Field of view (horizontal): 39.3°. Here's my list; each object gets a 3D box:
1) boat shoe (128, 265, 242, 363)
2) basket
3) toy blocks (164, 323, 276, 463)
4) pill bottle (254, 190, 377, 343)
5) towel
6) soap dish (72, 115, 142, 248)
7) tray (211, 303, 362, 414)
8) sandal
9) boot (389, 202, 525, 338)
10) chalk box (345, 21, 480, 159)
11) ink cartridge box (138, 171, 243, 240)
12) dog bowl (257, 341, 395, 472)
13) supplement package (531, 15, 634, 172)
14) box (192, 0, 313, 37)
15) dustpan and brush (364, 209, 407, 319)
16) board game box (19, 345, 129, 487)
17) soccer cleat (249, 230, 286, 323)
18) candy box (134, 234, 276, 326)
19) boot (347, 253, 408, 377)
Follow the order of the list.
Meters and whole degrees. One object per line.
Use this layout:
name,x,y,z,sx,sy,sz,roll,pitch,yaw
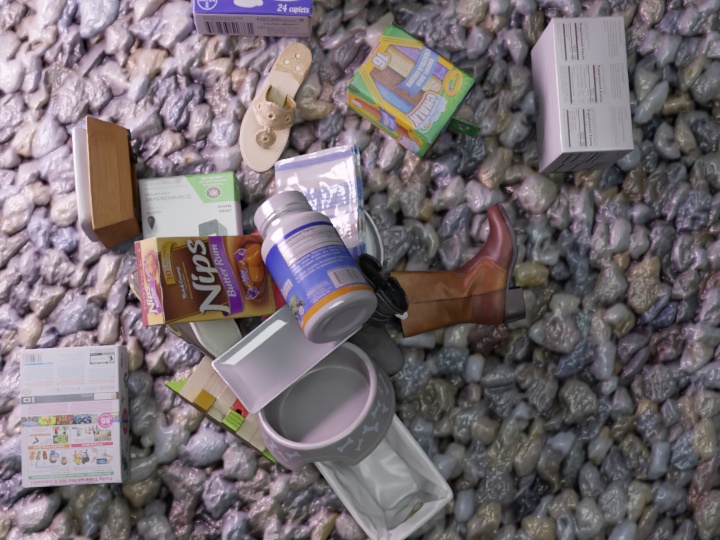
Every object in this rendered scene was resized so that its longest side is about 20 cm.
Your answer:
boat shoe,-0.247,0.062,1.438,0.202,0.060,0.072,49,43,-21
basket,0.022,0.287,1.480,0.135,0.123,0.200,-37,88,-6
toy blocks,-0.170,0.173,1.505,0.200,0.100,0.137,35,73,-1
pill bottle,-0.069,-0.009,1.393,0.112,0.112,0.201,-29,66,-5
towel,-0.061,-0.085,1.525,0.146,0.024,0.201,-9,78,22
soap dish,-0.364,-0.123,1.462,0.081,0.200,0.158,-5,84,-9
tray,-0.102,0.109,1.422,0.200,0.022,0.107,-38,59,-11
sandal,-0.132,-0.259,1.549,0.077,0.070,0.213,22,84,-1
boot,0.145,-0.001,1.557,0.199,0.068,0.190,-7,93,4
chalk box,0.091,-0.257,1.534,0.200,0.124,0.124,36,84,2
ink cartridge box,-0.249,-0.038,1.515,0.144,0.084,0.201,-5,86,-3
dog bowl,-0.054,0.183,1.407,0.199,0.059,0.201,-10,50,12
supplement package,0.334,-0.263,1.530,0.110,0.156,0.201,-2,85,-2
box,-0.163,-0.472,1.550,0.183,0.105,0.201,1,84,-3
dustpan and brush,0.000,0.000,1.536,0.140,0.057,0.200,-43,88,-5
board game box,-0.422,0.215,1.495,0.146,0.064,0.201,-2,83,-2
soccer cleat,-0.133,0.038,1.514,0.066,0.076,0.201,-12,86,-23
candy box,-0.212,0.012,1.398,0.199,0.056,0.118,-4,87,-45
boot,0.025,0.073,1.474,0.200,0.131,0.070,46,47,-20
